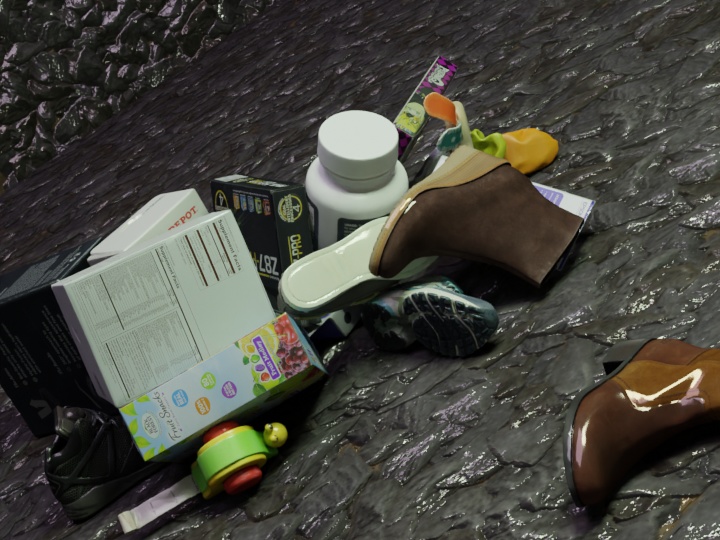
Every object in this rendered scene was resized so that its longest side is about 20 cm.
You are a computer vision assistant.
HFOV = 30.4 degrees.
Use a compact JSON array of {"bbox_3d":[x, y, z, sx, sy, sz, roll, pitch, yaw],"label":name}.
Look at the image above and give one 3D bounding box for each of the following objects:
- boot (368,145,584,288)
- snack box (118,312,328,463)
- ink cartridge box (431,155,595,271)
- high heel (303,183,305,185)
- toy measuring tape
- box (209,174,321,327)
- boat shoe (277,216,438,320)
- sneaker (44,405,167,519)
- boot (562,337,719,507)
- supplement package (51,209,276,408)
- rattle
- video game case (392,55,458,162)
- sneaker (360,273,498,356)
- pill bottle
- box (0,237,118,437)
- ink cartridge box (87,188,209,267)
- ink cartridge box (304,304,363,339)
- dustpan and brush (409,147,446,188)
[{"bbox_3d":[0.122,-0.032,1.394,0.165,0.073,0.200,36,66,17],"label":"boot"},{"bbox_3d":[-0.139,0.129,1.410,0.198,0.068,0.169,-29,-10,1],"label":"snack box"},{"bbox_3d":[0.157,-0.060,1.483,0.198,0.037,0.095,19,67,30],"label":"ink cartridge box"},{"bbox_3d":[-0.034,-0.123,1.908,0.197,0.072,0.143,-12,29,2],"label":"high heel"},{"bbox_3d":[-0.164,0.208,1.344,0.198,0.074,0.074,-29,21,-1],"label":"toy measuring tape"},{"bbox_3d":[-0.115,-0.026,1.568,0.048,0.164,0.199,-14,14,-26],"label":"box"},{"bbox_3d":[-0.001,-0.003,1.444,0.199,0.073,0.060,-22,-14,-22],"label":"boat shoe"},{"bbox_3d":[-0.274,0.181,1.504,0.198,0.115,0.076,-34,23,-15],"label":"sneaker"},{"bbox_3d":[0.271,0.118,1.033,0.198,0.069,0.188,-3,26,36],"label":"boot"},{"bbox_3d":[-0.224,0.041,1.493,0.198,0.149,0.191,-25,7,-16],"label":"supplement package"},{"bbox_3d":[0.162,-0.162,1.607,0.140,0.201,0.132,1,61,13],"label":"rattle"},{"bbox_3d":[0.043,-0.150,1.674,0.201,0.036,0.182,-59,-1,43],"label":"video game case"},{"bbox_3d":[0.083,0.034,1.414,0.086,0.078,0.199,-38,22,-29],"label":"sneaker"},{"bbox_3d":[-0.005,-0.073,1.511,0.117,0.202,0.121,2,42,-2],"label":"pill bottle"},{"bbox_3d":[-0.383,0.089,1.731,0.198,0.198,0.118,-17,23,29],"label":"box"},{"bbox_3d":[-0.228,0.021,1.675,0.084,0.202,0.146,-7,31,45],"label":"ink cartridge box"},{"bbox_3d":[-0.072,0.047,1.630,0.196,0.044,0.200,-9,28,43],"label":"ink cartridge box"},{"bbox_3d":[0.067,-0.094,1.738,0.139,0.058,0.200,-3,34,50],"label":"dustpan and brush"}]
